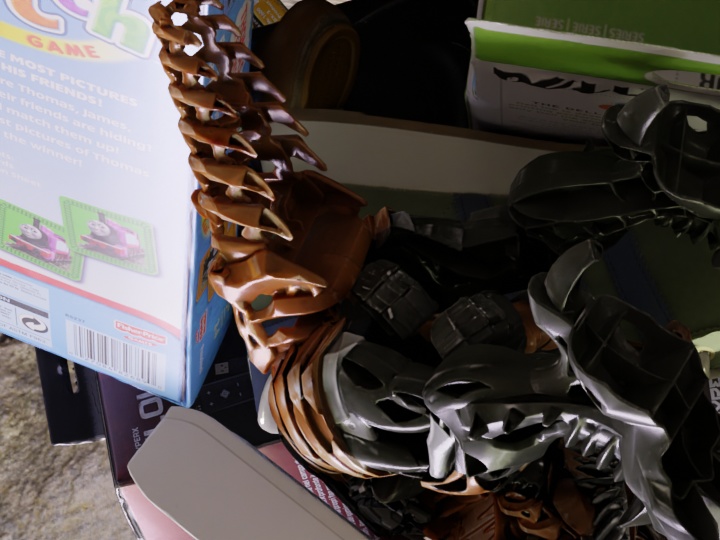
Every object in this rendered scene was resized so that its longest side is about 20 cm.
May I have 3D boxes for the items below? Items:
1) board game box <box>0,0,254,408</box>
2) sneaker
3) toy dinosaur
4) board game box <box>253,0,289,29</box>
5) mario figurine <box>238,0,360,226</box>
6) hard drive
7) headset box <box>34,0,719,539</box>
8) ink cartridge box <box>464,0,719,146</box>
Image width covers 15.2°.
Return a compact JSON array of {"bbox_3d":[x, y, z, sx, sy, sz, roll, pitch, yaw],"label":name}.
[{"bbox_3d":[-0.101,-0.053,0.649,0.151,0.037,0.200,22,151,7],"label":"board game box"},{"bbox_3d":[0.057,0.016,0.667,0.200,0.090,0.067,8,176,27],"label":"sneaker"},{"bbox_3d":[0.023,0.022,0.580,0.136,0.102,0.200,-13,151,40],"label":"toy dinosaur"},{"bbox_3d":[-0.010,-0.030,1.000,0.200,0.057,0.165,49,178,1],"label":"board game box"},{"bbox_3d":[-0.102,-0.087,0.756,0.200,0.106,0.123,25,-174,27],"label":"mario figurine"},{"bbox_3d":[0.027,0.103,0.678,0.132,0.026,0.200,36,176,23],"label":"hard drive"},{"bbox_3d":[0.000,0.000,0.787,0.200,0.149,0.075,-17,143,1],"label":"headset box"},{"bbox_3d":[0.102,-0.064,0.632,0.147,0.076,0.200,10,176,4],"label":"ink cartridge box"}]
